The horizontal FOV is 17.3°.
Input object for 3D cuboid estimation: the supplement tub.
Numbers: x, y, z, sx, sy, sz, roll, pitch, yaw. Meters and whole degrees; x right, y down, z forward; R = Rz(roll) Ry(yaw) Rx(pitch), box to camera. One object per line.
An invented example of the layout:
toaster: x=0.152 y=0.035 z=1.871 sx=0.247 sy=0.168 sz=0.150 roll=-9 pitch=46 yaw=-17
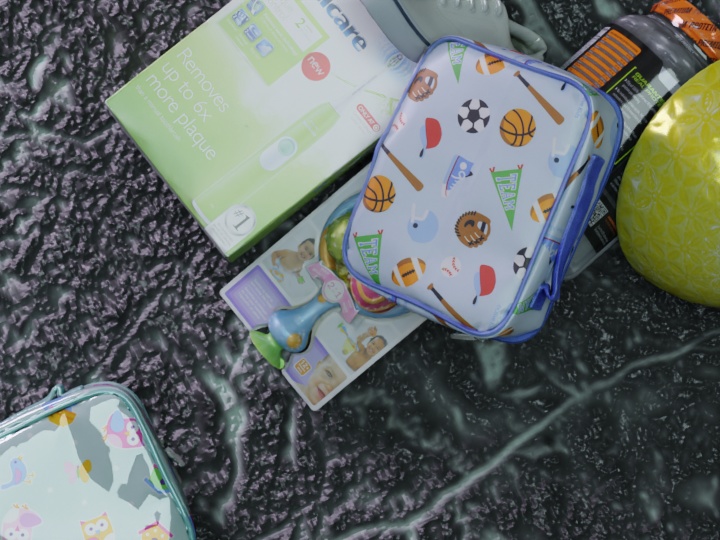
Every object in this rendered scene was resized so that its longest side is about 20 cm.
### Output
supplement tub: x=0.181 y=-0.099 z=1.715 sx=0.200 sy=0.123 sz=0.123 roll=-41 pitch=89 yaw=-2

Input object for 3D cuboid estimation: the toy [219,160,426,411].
toy: x=0.000 y=0.000 z=1.716 sx=0.200 sy=0.047 sz=0.115 roll=-40 pitch=85 yaw=16

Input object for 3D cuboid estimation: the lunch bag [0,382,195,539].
lunch bag: x=-0.223 y=0.174 z=1.710 sx=0.200 sy=0.077 sz=0.161 roll=-25 pitch=87 yaw=-2

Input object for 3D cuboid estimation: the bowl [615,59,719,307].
bowl: x=0.291 y=-0.046 z=1.668 sx=0.200 sy=0.200 sz=0.108 roll=-43 pitch=45 yaw=-3

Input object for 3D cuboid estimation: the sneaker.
sneaker: x=0.063 y=-0.183 z=1.688 sx=0.071 sy=0.200 sz=0.073 roll=-40 pitch=58 yaw=16

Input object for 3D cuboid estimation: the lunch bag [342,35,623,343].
lunch bag: x=0.086 y=-0.050 z=1.622 sx=0.160 sy=0.076 sz=0.200 roll=24 pitch=96 yaw=26

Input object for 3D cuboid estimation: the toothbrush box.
toothbrush box: x=-0.063 y=-0.124 z=1.730 sx=0.200 sy=0.086 sz=0.146 roll=-38 pitch=89 yaw=-4
